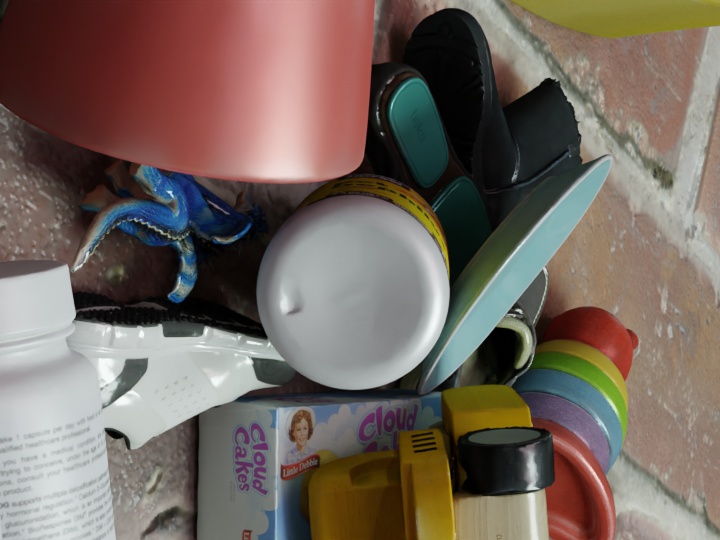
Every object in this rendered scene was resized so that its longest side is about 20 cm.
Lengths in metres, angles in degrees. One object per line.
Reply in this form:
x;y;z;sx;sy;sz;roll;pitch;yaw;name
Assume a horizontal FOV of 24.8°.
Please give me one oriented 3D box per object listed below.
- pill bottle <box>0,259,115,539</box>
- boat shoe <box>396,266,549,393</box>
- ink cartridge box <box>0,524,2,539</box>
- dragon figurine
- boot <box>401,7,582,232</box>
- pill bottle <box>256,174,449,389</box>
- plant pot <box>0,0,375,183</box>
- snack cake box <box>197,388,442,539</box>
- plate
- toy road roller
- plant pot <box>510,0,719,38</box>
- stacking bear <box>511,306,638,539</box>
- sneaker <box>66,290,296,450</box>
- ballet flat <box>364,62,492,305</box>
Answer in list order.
-0.179;0.100;0.801;0.113;0.113;0.202;-13;101;-52;pill bottle
0.099;0.054;1.209;0.201;0.066;0.072;-48;116;-42;boat shoe
-0.247;0.125;0.682;0.144;0.145;0.202;-11;98;-52;ink cartridge box
-0.098;-0.023;0.901;0.099;0.059;0.200;46;12;-12;dragon figurine
0.105;-0.107;1.218;0.162;0.073;0.200;-26;118;-48;boot
0.000;0.000;0.992;0.200;0.108;0.110;-74;158;-81;pill bottle
-0.077;-0.160;0.827;0.200;0.200;0.178;-13;122;-52;plant pot
-0.016;0.137;1.058;0.199;0.067;0.116;2;91;-53;snack cake box
0.095;-0.002;1.074;0.200;0.026;0.200;-48;170;-11;plate
0.043;0.148;1.009;0.200;0.145;0.124;-92;178;-84;toy road roller
0.203;-0.288;1.265;0.176;0.199;0.202;-7;96;-41;plant pot
0.159;0.104;1.266;0.200;0.121;0.114;-58;148;-50;stacking bear
-0.114;0.059;0.939;0.199;0.073;0.081;6;102;-50;sneaker
0.039;-0.061;1.121;0.068;0.068;0.201;-41;129;-26;ballet flat
